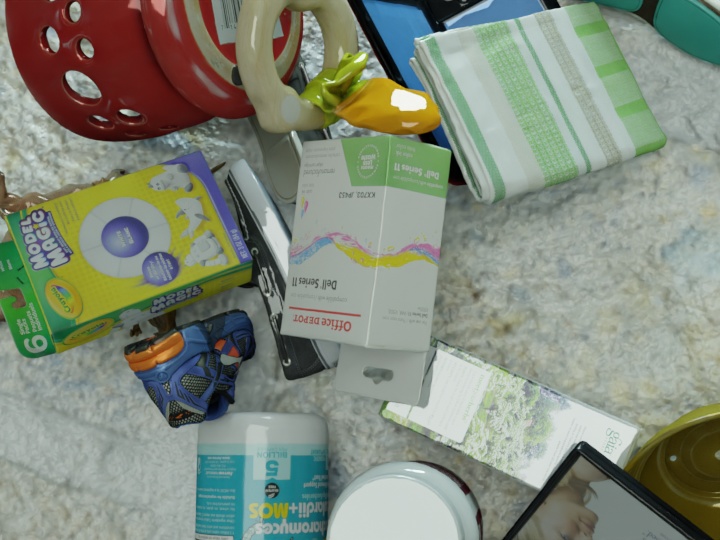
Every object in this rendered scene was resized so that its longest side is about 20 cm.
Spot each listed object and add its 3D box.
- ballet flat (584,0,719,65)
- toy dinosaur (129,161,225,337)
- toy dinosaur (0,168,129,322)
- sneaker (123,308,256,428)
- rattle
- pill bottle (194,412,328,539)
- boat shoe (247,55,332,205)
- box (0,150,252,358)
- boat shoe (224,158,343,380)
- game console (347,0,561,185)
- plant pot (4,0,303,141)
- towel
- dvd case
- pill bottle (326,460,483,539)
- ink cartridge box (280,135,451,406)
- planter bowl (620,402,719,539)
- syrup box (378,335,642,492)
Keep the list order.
[{"bbox_3d":[0.262,-0.245,0.990,0.199,0.069,0.070,27,86,12],"label":"ballet flat"},{"bbox_3d":[-0.180,-0.004,1.012,0.060,0.106,0.202,-2,83,38],"label":"toy dinosaur"},{"bbox_3d":[-0.283,-0.015,1.018,0.135,0.086,0.201,26,91,4],"label":"toy dinosaur"},{"bbox_3d":[-0.130,0.082,0.922,0.075,0.200,0.079,-19,89,14],"label":"sneaker"},{"bbox_3d":[-0.024,-0.205,0.861,0.129,0.143,0.202,-9,104,-32],"label":"rattle"},{"bbox_3d":[-0.081,0.219,0.936,0.110,0.111,0.202,-1,82,8],"label":"pill bottle"},{"bbox_3d":[-0.068,-0.150,1.027,0.067,0.057,0.201,-28,71,39],"label":"boat shoe"},{"bbox_3d":[-0.202,-0.014,0.937,0.199,0.048,0.118,-22,69,-16],"label":"box"},{"bbox_3d":[-0.082,0.002,0.996,0.066,0.070,0.201,-26,86,1],"label":"boat shoe"},{"bbox_3d":[0.106,-0.184,0.969,0.172,0.119,0.201,-27,79,3],"label":"game console"},{"bbox_3d":[-0.160,-0.214,0.941,0.181,0.200,0.202,-3,79,37],"label":"plant pot"},{"bbox_3d":[0.148,-0.141,0.946,0.199,0.031,0.150,-17,78,-29],"label":"towel"},{"bbox_3d":[0.178,0.239,0.882,0.142,0.018,0.201,37,128,12],"label":"dvd case"},{"bbox_3d":[0.036,0.204,0.876,0.113,0.200,0.115,-1,81,8],"label":"pill bottle"},{"bbox_3d":[0.000,0.000,0.901,0.117,0.067,0.202,3,86,51],"label":"ink cartridge box"},{"bbox_3d":[0.288,0.166,0.889,0.199,0.084,0.202,3,120,5],"label":"planter bowl"},{"bbox_3d":[0.122,0.125,0.937,0.199,0.081,0.079,24,86,10],"label":"syrup box"}]
